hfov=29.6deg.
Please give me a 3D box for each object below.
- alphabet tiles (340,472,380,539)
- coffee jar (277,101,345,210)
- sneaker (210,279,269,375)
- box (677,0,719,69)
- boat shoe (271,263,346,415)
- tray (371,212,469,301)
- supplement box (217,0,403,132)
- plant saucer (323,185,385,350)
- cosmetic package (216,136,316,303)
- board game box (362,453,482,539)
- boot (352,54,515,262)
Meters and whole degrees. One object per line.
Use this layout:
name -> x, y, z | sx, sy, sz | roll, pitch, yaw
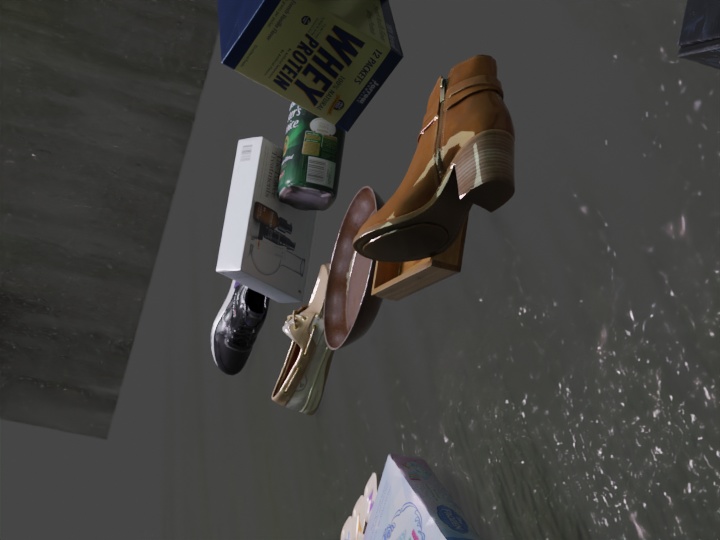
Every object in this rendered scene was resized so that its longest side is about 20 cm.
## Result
alphabet tiles -> 0.005, 0.320, 1.403 | 0.197, 0.014, 0.201 | -93, 21, -46
coffee jar -> -0.064, -0.195, 1.950 | 0.104, 0.084, 0.203 | 131, 149, -70
sneaker -> -0.194, 0.081, 2.245 | 0.087, 0.075, 0.203 | -144, 67, -68
box -> 0.263, -0.211, 0.734 | 0.164, 0.085, 0.203 | -166, 89, -76
boat shoe -> -0.068, 0.085, 1.767 | 0.074, 0.068, 0.203 | -158, 81, -75
tray -> 0.064, -0.033, 1.437 | 0.200, 0.036, 0.100 | 149, 132, -71
supplement box -> -0.070, -0.326, 1.797 | 0.135, 0.198, 0.201 | -50, 29, 28
plant saucer -> 0.000, 0.000, 1.653 | 0.200, 0.034, 0.204 | -166, 90, -75
cosmetic package -> -0.130, -0.071, 1.980 | 0.051, 0.150, 0.203 | -3, 71, 33
board game box -> 0.043, 0.297, 1.203 | 0.199, 0.043, 0.203 | -133, 57, -66
boot -> 0.067, -0.108, 1.321 | 0.199, 0.076, 0.157 | -35, 46, 40
